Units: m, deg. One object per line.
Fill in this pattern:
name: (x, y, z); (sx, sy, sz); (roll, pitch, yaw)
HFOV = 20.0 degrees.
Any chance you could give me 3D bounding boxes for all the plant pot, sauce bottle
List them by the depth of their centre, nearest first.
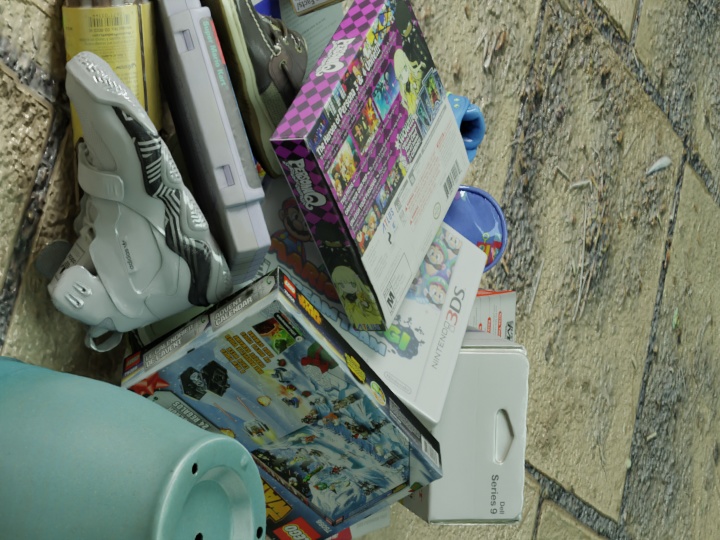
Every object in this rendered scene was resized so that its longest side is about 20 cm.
plant pot: (-0.169, 0.162, 1.302); (0.200, 0.187, 0.202); (-14, 105, -62)
sauce bottle: (-0.168, -0.104, 1.400); (0.065, 0.064, 0.202); (-24, 115, -59)

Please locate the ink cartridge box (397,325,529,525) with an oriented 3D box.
ink cartridge box: (0.071, 0.124, 1.708); (0.200, 0.087, 0.147); (-162, -107, -74)

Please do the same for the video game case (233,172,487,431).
video game case: (0.000, 0.000, 1.557); (0.199, 0.024, 0.183); (36, 47, -18)

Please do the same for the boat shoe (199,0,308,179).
boat shoe: (-0.070, -0.152, 1.466); (0.066, 0.072, 0.202); (-32, 140, -12)

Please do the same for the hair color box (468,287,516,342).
hair color box: (0.079, 0.072, 1.905); (0.200, 0.061, 0.102); (-4, 97, -61)

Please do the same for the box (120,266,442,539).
box: (-0.053, 0.103, 1.420); (0.200, 0.136, 0.040); (49, 22, -31)

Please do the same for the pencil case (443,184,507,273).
pencil case: (0.060, -0.040, 1.740); (0.200, 0.086, 0.079); (-158, -119, -75)

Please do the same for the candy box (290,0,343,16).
candy box: (-0.036, -0.307, 1.569); (0.115, 0.055, 0.201); (-31, 101, -54)

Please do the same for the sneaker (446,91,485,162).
sneaker: (0.052, -0.125, 1.722); (0.201, 0.104, 0.076); (-91, 174, -53)

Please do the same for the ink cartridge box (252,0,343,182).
ink cartridge box: (-0.071, -0.164, 1.604); (0.198, 0.047, 0.201); (-41, 127, -52)

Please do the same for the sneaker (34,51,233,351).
sneaker: (-0.171, -0.039, 1.344); (0.114, 0.075, 0.201); (-30, 120, -6)

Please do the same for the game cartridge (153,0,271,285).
game cartridge: (-0.105, -0.097, 1.411); (0.130, 0.038, 0.202); (138, -64, -73)

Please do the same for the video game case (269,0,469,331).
video game case: (0.012, -0.087, 1.516); (0.201, 0.036, 0.182); (-63, 141, -42)

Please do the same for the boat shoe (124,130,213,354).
boat shoe: (-0.133, -0.021, 1.488); (0.071, 0.061, 0.203); (20, 61, -17)

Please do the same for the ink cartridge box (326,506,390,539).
ink cartridge box: (-0.039, 0.117, 1.660); (0.146, 0.082, 0.202); (-9, 102, -61)

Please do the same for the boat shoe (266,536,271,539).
boat shoe: (-0.031, 0.128, 1.548); (0.073, 0.063, 0.201); (38, 75, -25)
